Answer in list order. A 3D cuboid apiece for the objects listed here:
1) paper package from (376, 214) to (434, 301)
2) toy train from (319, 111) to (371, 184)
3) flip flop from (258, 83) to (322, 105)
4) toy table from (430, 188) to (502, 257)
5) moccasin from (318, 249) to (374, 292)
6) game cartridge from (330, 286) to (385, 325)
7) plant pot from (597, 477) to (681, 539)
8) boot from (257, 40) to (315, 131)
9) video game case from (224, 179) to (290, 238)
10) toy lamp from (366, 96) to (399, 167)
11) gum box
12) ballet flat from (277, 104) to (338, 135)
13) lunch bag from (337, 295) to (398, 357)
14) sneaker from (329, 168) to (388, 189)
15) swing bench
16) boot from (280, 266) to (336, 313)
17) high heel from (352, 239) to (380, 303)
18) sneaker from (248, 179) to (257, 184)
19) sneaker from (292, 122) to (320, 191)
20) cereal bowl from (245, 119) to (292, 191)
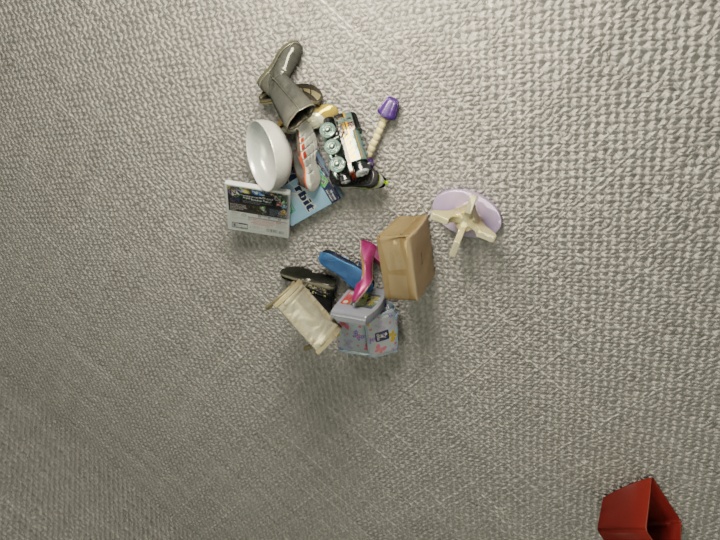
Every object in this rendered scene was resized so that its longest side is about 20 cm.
[{"bbox_3d":[0.135,-0.039,1.570,0.102,0.191,0.202,1,115,26],"label":"paper package"},{"bbox_3d":[-0.041,-0.341,1.509,0.113,0.085,0.202,-17,77,5],"label":"toy train"},{"bbox_3d":[-0.196,-0.485,1.557,0.198,0.082,0.058,2,138,20],"label":"flip flop"},{"bbox_3d":[0.286,-0.139,1.505,0.198,0.117,0.186,11,119,15],"label":"toy table"},{"bbox_3d":[-0.036,-0.011,1.729,0.199,0.068,0.081,38,115,-1],"label":"moccasin"},{"bbox_3d":[0.003,0.104,1.689,0.132,0.200,0.041,12,117,15],"label":"game cartridge"},{"bbox_3d":[0.860,0.799,1.704,0.175,0.200,0.201,-27,104,42],"label":"plant pot"},{"bbox_3d":[-0.181,-0.499,1.472,0.182,0.072,0.201,-49,54,17],"label":"boot"},{"bbox_3d":[-0.315,-0.187,1.684,0.197,0.024,0.183,9,135,0],"label":"video game case"},{"bbox_3d":[0.051,-0.383,1.515,0.058,0.058,0.201,29,123,6],"label":"toy lamp"},{"bbox_3d":[-0.176,-0.255,1.675,0.199,0.045,0.171,-25,103,31],"label":"gum box"},{"bbox_3d":[-0.155,-0.423,1.570,0.198,0.063,0.069,-8,134,27],"label":"ballet flat"},{"bbox_3d":[0.025,0.182,1.765,0.198,0.127,0.171,6,122,15],"label":"lunch bag"},{"bbox_3d":[-0.006,-0.265,1.586,0.199,0.082,0.073,22,99,38],"label":"sneaker"},{"bbox_3d":[-0.171,0.140,1.677,0.199,0.130,0.200,49,163,-8],"label":"swing bench"},{"bbox_3d":[-0.176,0.078,1.825,0.201,0.074,0.155,14,122,17],"label":"boot"},{"bbox_3d":[0.000,0.000,1.651,0.095,0.201,0.067,32,158,-2],"label":"high heel"},{"bbox_3d":[-0.339,-0.229,1.727,0.070,0.080,0.200,47,129,-3],"label":"sneaker"},{"bbox_3d":[-0.172,-0.325,1.569,0.081,0.077,0.202,13,123,30],"label":"sneaker"},{"bbox_3d":[-0.253,-0.335,1.571,0.200,0.083,0.202,36,136,46],"label":"cereal bowl"}]
